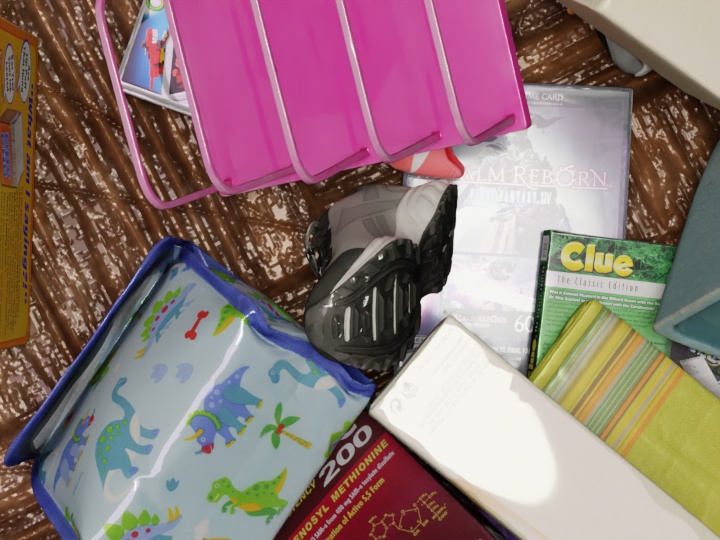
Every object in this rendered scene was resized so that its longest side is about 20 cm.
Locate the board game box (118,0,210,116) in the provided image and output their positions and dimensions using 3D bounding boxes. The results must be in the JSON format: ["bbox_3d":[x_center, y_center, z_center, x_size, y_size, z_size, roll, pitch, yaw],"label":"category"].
[{"bbox_3d":[-0.062,-0.187,0.975,0.126,0.035,0.200,20,91,0],"label":"board game box"}]

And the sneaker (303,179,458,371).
[{"bbox_3d":[0.000,0.000,0.887,0.079,0.200,0.074,7,111,14],"label":"sneaker"}]

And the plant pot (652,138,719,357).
[{"bbox_3d":[0.310,-0.050,0.881,0.196,0.196,0.200,19,67,-11],"label":"plant pot"}]

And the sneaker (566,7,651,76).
[{"bbox_3d":[0.125,-0.207,0.959,0.077,0.078,0.200,-26,96,30],"label":"sneaker"}]

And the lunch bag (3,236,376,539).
[{"bbox_3d":[-0.112,0.078,0.906,0.127,0.200,0.170,36,89,-30],"label":"lunch bag"}]

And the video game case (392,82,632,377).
[{"bbox_3d":[0.096,-0.018,0.981,0.143,0.019,0.200,3,91,1],"label":"video game case"}]

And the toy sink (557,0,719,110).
[{"bbox_3d":[0.213,-0.204,0.860,0.130,0.112,0.200,29,100,-23],"label":"toy sink"}]

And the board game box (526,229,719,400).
[{"bbox_3d":[0.207,0.037,0.964,0.200,0.023,0.105,7,92,-6],"label":"board game box"}]

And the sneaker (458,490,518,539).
[{"bbox_3d":[0.074,0.163,0.956,0.200,0.081,0.084,-18,77,-2],"label":"sneaker"}]

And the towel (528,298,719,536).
[{"bbox_3d":[0.190,0.111,0.941,0.200,0.018,0.086,39,82,-5],"label":"towel"}]

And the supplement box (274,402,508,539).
[{"bbox_3d":[0.003,0.153,0.917,0.109,0.061,0.200,-48,57,1],"label":"supplement box"}]

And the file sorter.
[{"bbox_3d":[-0.028,-0.120,0.864,0.200,0.125,0.139,-11,98,22],"label":"file sorter"}]

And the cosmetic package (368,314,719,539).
[{"bbox_3d":[0.102,0.115,0.865,0.200,0.105,0.071,40,87,4],"label":"cosmetic package"}]

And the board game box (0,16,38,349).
[{"bbox_3d":[-0.310,-0.053,0.898,0.199,0.200,0.200,2,91,2],"label":"board game box"}]

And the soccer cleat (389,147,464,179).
[{"bbox_3d":[0.060,-0.152,0.930,0.073,0.068,0.200,23,104,8],"label":"soccer cleat"}]
